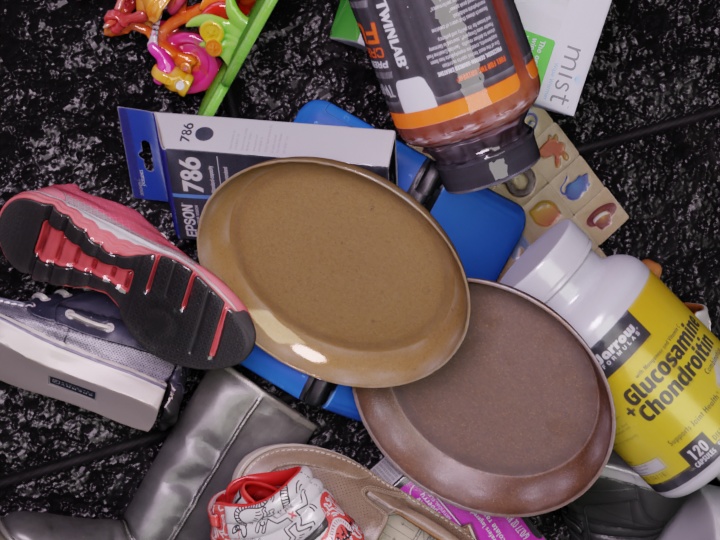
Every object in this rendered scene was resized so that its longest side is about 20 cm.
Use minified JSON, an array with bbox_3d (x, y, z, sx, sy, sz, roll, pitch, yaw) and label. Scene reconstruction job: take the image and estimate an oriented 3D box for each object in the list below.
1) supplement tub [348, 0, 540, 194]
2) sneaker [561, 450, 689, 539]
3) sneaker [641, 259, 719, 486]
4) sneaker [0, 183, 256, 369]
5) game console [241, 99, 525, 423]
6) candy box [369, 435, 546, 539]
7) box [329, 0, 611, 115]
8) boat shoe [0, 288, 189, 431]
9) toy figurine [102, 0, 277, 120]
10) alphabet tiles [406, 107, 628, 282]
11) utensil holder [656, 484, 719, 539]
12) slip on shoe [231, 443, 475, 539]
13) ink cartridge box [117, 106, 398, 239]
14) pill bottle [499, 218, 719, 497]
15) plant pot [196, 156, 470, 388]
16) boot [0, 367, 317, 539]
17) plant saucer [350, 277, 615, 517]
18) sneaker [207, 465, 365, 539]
[{"bbox_3d":[0.056,-0.156,1.337,0.106,0.107,0.201,-23,104,-10],"label":"supplement tub"},{"bbox_3d":[0.155,0.164,1.545,0.198,0.071,0.100,16,125,1],"label":"sneaker"},{"bbox_3d":[0.257,0.080,1.555,0.084,0.073,0.201,-38,109,-8],"label":"sneaker"},{"bbox_3d":[-0.150,-0.008,1.391,0.199,0.087,0.074,31,119,7],"label":"sneaker"},{"bbox_3d":[0.000,0.000,1.493,0.170,0.118,0.201,30,95,14],"label":"game console"},{"bbox_3d":[0.031,0.228,1.527,0.200,0.061,0.137,-42,107,-3],"label":"candy box"},{"bbox_3d":[0.095,-0.234,1.439,0.175,0.097,0.202,18,95,-15],"label":"box"},{"bbox_3d":[-0.211,0.038,1.429,0.199,0.075,0.093,23,62,-5],"label":"boat shoe"},{"bbox_3d":[-0.144,-0.216,1.379,0.183,0.150,0.201,29,117,-5],"label":"toy figurine"},{"bbox_3d":[0.107,-0.034,1.527,0.166,0.006,0.200,-42,108,-5],"label":"alphabet tiles"},{"bbox_3d":[0.327,0.262,1.564,0.198,0.170,0.171,15,96,-15],"label":"utensil holder"},{"bbox_3d":[0.001,0.186,1.451,0.199,0.061,0.076,30,89,-11],"label":"slip on shoe"},{"bbox_3d":[-0.073,-0.061,1.392,0.198,0.039,0.100,6,142,9],"label":"ink cartridge box"},{"bbox_3d":[0.194,0.061,1.455,0.200,0.112,0.112,44,87,-7],"label":"pill bottle"},{"bbox_3d":[-0.016,-0.002,1.370,0.200,0.199,0.028,47,43,-18],"label":"plant pot"},{"bbox_3d":[-0.149,0.153,1.459,0.181,0.073,0.201,30,98,-32],"label":"boot"},{"bbox_3d":[0.090,0.085,1.427,0.199,0.035,0.202,12,125,18],"label":"plant saucer"},{"bbox_3d":[-0.088,0.211,1.424,0.201,0.067,0.108,-30,100,28],"label":"sneaker"}]
